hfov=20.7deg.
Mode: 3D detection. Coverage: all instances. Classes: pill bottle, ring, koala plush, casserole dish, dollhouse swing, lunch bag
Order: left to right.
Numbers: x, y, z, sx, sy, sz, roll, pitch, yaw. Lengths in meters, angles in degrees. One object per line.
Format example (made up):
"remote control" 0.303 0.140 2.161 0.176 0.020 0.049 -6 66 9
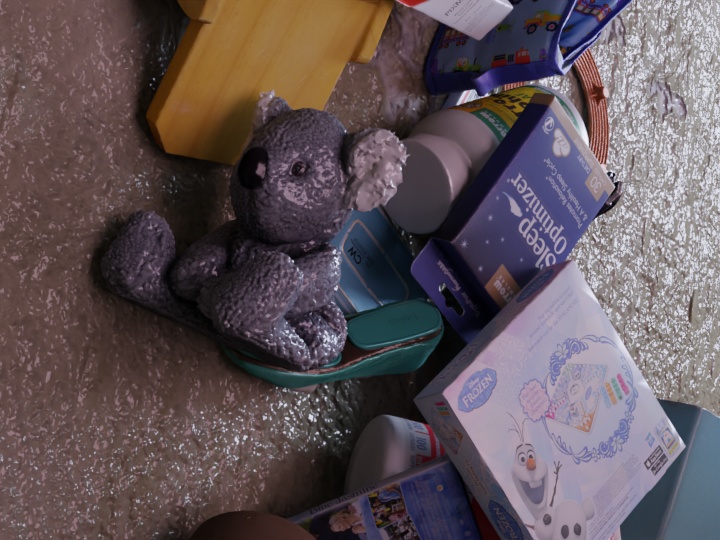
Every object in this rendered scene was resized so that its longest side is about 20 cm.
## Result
"dollhouse swing" -0.106 -0.210 1.597 0.199 0.176 0.182 6 42 -49
"koala plush" -0.063 -0.037 1.519 0.184 0.177 0.201 31 79 -52
"casserole dish" 0.000 0.000 1.712 0.200 0.039 0.121 53 51 -33
"pill bottle" 0.093 0.199 1.696 0.199 0.112 0.113 15 75 -17
"pill bottle" 0.107 -0.096 1.759 0.199 0.112 0.114 -21 104 -47
"lunch bag" 0.151 -0.234 1.812 0.200 0.150 0.094 -56 128 -35
"ring" 0.201 -0.160 1.957 0.200 0.019 0.202 12 75 -52

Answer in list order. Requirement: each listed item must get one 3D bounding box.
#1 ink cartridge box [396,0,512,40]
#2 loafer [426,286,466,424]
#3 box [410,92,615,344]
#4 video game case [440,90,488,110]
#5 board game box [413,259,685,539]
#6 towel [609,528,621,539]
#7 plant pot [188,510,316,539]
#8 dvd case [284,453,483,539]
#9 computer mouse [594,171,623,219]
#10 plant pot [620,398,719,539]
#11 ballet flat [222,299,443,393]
"ink cartridge box" 0.030 -0.283 1.656 0.160 0.047 0.200 54 18 23
"loafer" 0.109 0.112 1.807 0.069 0.075 0.201 11 80 -45
"box" 0.133 -0.038 1.690 0.200 0.032 0.121 -53 128 -18
"video game case" 0.120 -0.067 1.872 0.200 0.017 0.143 54 51 -33
"board game box" 0.162 0.128 1.646 0.200 0.043 0.200 -42 107 -37
"towel" 0.183 0.207 1.812 0.032 0.191 0.201 -12 100 -21
"plant pot" -0.094 0.285 1.497 0.201 0.199 0.175 55 31 -32
"dvd case" 0.006 0.248 1.624 0.199 0.018 0.143 -21 112 -5
"computer mouse" 0.152 -0.020 1.787 0.199 0.138 0.053 -22 78 -47
"plant pot" 0.289 0.241 1.973 0.141 0.141 0.201 31 73 -45
"ballet flat" -0.024 0.072 1.646 0.199 0.068 0.071 -8 139 -25
